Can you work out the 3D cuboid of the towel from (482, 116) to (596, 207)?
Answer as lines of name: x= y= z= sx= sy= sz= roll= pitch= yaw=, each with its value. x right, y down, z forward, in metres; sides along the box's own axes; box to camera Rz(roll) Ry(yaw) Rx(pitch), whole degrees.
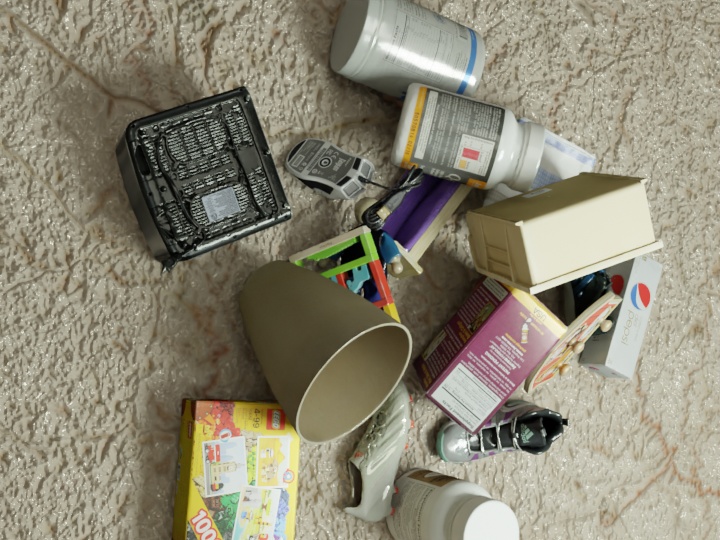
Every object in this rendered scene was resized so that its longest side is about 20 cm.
towel: x=0.265 y=-0.114 z=1.283 sx=0.145 sy=0.024 sz=0.204 roll=26 pitch=80 yaw=-11

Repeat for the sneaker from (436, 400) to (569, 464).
sneaker: x=0.219 y=0.238 z=1.254 sx=0.196 sy=0.139 sz=0.080 roll=-15 pitch=93 yaw=-26

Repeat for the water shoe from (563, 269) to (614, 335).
water shoe: x=0.364 y=0.004 z=1.357 sx=0.071 sy=0.078 sz=0.205 roll=-29 pitch=114 yaw=-49

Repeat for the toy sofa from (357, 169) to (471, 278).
toy sofa: x=0.090 y=-0.095 z=1.248 sx=0.098 sy=0.082 sz=0.201 roll=44 pitch=70 yaw=-17

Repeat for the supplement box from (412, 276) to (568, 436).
supplement box: x=0.179 y=0.110 z=1.208 sx=0.103 sy=0.131 sz=0.201 roll=40 pitch=97 yaw=-12

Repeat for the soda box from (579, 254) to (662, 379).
soda box: x=0.432 y=0.073 z=1.408 sx=0.063 sy=0.068 sz=0.204 roll=25 pitch=76 yaw=-21

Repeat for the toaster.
toaster: x=-0.208 y=-0.112 z=1.085 sx=0.197 sy=0.118 sz=0.184 roll=-24 pitch=96 yaw=-25

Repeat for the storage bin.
storage bin: x=0.268 y=-0.059 z=1.171 sx=0.196 sy=0.198 sz=0.096 roll=-19 pitch=103 yaw=-11

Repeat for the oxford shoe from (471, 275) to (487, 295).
oxford shoe: x=0.262 y=-0.005 z=1.328 sx=0.200 sy=0.074 sz=0.071 roll=-45 pitch=102 yaw=-22

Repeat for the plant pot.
plant pot: x=-0.065 y=0.081 z=1.093 sx=0.185 sy=0.190 sz=0.200 roll=-31 pitch=55 yaw=-24

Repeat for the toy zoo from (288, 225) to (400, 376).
toy zoo: x=-0.014 y=0.056 z=1.159 sx=0.020 sy=0.129 sz=0.204 roll=-15 pitch=85 yaw=-61

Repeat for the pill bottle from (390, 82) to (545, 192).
pill bottle: x=0.147 y=-0.179 z=1.176 sx=0.195 sy=0.116 sz=0.119 roll=15 pitch=79 yaw=0

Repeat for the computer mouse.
computer mouse: x=-0.017 y=-0.126 z=1.171 sx=0.110 sy=0.197 sz=0.044 roll=-52 pitch=149 yaw=-20

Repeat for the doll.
doll: x=0.000 y=0.000 z=1.185 sx=0.048 sy=0.134 sz=0.205 roll=-8 pitch=105 yaw=-59

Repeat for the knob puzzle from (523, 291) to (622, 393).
knob puzzle: x=0.313 y=0.115 z=1.256 sx=0.218 sy=0.221 sz=0.030 roll=-36 pitch=67 yaw=-24

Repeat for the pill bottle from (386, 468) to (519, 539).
pill bottle: x=0.125 y=0.344 z=1.169 sx=0.112 sy=0.199 sz=0.117 roll=2 pitch=85 yaw=-25

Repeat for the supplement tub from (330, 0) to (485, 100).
supplement tub: x=0.069 y=-0.314 z=1.226 sx=0.196 sy=0.131 sz=0.135 roll=16 pitch=80 yaw=-23

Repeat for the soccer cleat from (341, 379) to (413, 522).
soccer cleat: x=0.024 y=0.251 z=1.202 sx=0.076 sy=0.069 sz=0.205 roll=13 pitch=84 yaw=-21

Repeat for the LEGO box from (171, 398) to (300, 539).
LEGO box: x=-0.160 y=0.271 z=1.105 sx=0.146 sy=0.077 sz=0.205 roll=5 pitch=84 yaw=-25
